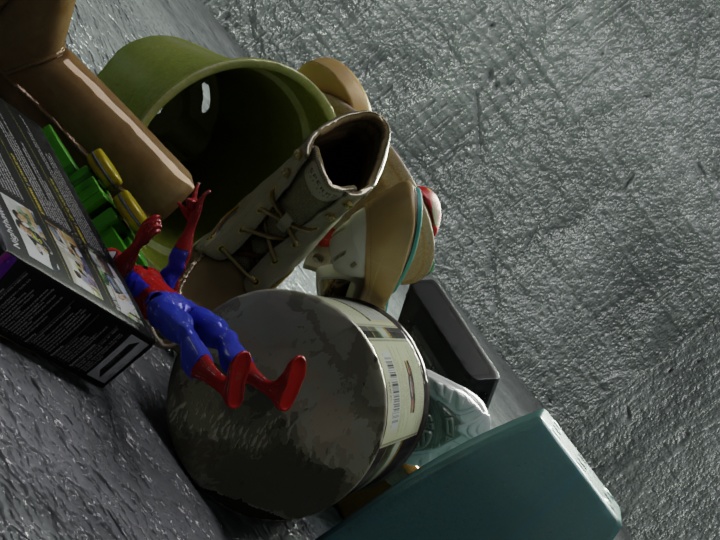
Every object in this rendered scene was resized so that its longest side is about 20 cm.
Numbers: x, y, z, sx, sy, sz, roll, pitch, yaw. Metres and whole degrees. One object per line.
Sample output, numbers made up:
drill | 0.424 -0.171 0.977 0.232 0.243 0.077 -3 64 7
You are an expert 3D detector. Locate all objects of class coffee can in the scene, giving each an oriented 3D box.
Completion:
coffee can | -0.037 0.088 1.131 0.147 0.146 0.200 53 6 8

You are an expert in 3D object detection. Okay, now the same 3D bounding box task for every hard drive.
hard drive | 0.057 0.131 1.498 0.033 0.201 0.140 -2 38 -27

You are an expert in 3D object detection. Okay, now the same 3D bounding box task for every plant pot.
plant pot | -0.143 -0.109 1.388 0.201 0.200 0.184 47 -4 -38
plant pot | 0.074 0.193 1.114 0.142 0.199 0.141 53 6 6

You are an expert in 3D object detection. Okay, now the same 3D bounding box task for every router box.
router box | -0.215 -0.039 0.972 0.201 0.051 0.149 57 9 33

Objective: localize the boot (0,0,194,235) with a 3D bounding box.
boot | -0.189 -0.128 1.179 0.200 0.175 0.066 49 39 -11

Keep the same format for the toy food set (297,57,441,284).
toy food set | -0.001 -0.075 1.431 0.200 0.049 0.199 46 -26 16

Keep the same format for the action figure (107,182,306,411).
action figure | -0.104 0.004 1.008 0.065 0.100 0.199 10 11 -42

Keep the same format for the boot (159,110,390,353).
boot | -0.064 -0.030 1.225 0.072 0.154 0.200 45 51 -6

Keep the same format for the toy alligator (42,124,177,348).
toy alligator | -0.171 -0.017 1.140 0.201 0.059 0.054 55 -1 23

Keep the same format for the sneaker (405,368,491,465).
sneaker | 0.008 0.091 1.285 0.198 0.079 0.099 13 20 8

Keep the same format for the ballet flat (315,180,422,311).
ballet flat | 0.000 0.000 1.240 0.201 0.062 0.069 107 -17 -57

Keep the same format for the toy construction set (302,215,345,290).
toy construction set | -0.026 0.049 1.443 0.091 0.131 0.201 22 -36 24

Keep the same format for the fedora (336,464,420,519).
fedora | 0.038 0.200 1.358 0.201 0.082 0.201 47 1 -1
